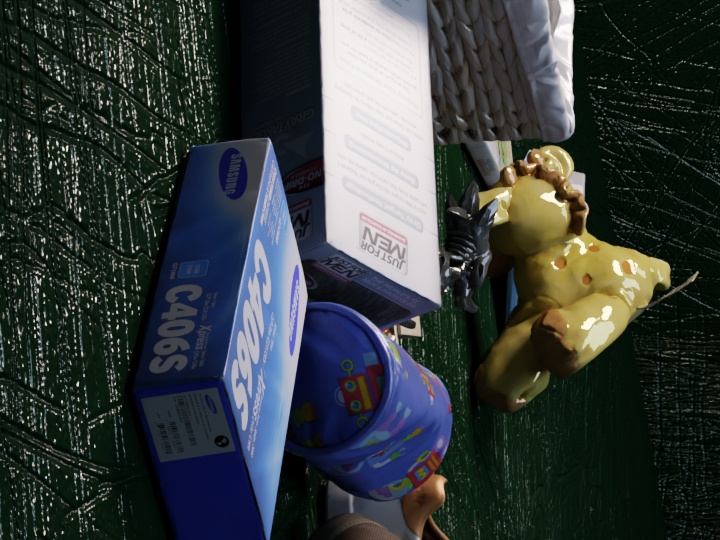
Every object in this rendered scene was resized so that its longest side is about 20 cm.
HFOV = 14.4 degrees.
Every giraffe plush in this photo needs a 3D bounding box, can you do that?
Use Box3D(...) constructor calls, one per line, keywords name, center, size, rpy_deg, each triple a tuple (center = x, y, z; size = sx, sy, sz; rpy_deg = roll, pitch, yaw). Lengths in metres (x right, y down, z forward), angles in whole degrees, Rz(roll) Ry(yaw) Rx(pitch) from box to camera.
Box3D(name="giraffe plush", center=(0.147, -0.006, 2.303), size=(0.162, 0.200, 0.173), rpy_deg=(54, 15, -1))

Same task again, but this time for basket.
Box3D(name="basket", center=(0.036, -0.201, 1.694), size=(0.200, 0.160, 0.199), rpy_deg=(72, 14, -51))

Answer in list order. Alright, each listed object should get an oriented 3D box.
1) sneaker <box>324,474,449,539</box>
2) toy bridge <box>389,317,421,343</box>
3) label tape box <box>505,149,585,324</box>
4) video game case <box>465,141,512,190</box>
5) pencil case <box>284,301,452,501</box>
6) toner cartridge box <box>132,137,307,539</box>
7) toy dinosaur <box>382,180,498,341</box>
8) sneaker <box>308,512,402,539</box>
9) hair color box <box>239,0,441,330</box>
Box3D(name="sneaker", center=(0.035, 0.207, 1.628), size=(0.073, 0.084, 0.201), rpy_deg=(-81, 163, -64))
Box3D(name="toy bridge", center=(0.019, 0.036, 1.822), size=(0.067, 0.027, 0.201), rpy_deg=(13, 70, -77))
Box3D(name="label tape box", center=(0.170, -0.013, 2.575), size=(0.200, 0.066, 0.144), rpy_deg=(-64, 157, -69))
Box3D(name="video game case", center=(0.106, -0.180, 2.509), size=(0.182, 0.023, 0.201), rpy_deg=(53, 30, -71))
Box3D(name="pencil case", center=(-0.006, 0.071, 1.486), size=(0.078, 0.087, 0.200), rpy_deg=(59, 4, 15))
Box3D(name="toner cartridge box", center=(-0.061, 0.031, 1.302), size=(0.200, 0.043, 0.095), rpy_deg=(-83, 164, -56))
Box3D(name="toy dinosaur", center=(0.000, 0.000, 1.618), size=(0.136, 0.102, 0.201), rpy_deg=(-16, 114, -56))
Box3D(name="sneaker", center=(0.042, 0.203, 1.549), size=(0.200, 0.071, 0.076), rpy_deg=(37, 3, -44))
Box3D(name="hair color box", center=(-0.012, -0.077, 1.519), size=(0.099, 0.060, 0.201), rpy_deg=(28, 50, -44))
